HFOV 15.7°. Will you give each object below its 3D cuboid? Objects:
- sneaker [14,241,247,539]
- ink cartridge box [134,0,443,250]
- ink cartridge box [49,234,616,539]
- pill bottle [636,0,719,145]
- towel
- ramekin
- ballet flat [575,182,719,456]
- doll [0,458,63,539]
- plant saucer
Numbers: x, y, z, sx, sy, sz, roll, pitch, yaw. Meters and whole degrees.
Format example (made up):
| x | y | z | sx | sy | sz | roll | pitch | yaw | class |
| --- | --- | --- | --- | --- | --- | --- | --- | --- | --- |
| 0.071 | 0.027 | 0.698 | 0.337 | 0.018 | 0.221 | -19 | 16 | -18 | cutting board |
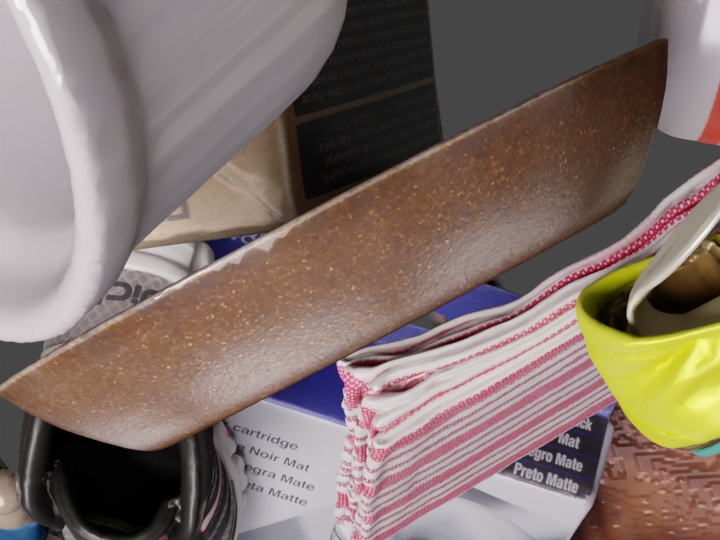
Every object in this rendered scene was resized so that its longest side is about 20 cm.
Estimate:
| x | y | z | sx | sy | sz | roll | pitch | yaw | class |
| --- | --- | --- | --- | --- | --- | --- | --- | --- | --- |
| -0.083 | 0.074 | 0.916 | 0.074 | 0.087 | 0.200 | 9 | 138 | 5 | sneaker |
| -0.090 | -0.046 | 0.787 | 0.200 | 0.165 | 0.075 | -7 | 96 | 19 | ink cartridge box |
| -0.015 | 0.070 | 0.991 | 0.199 | 0.041 | 0.200 | 17 | 137 | -6 | ink cartridge box |
| 0.183 | -0.079 | 0.739 | 0.200 | 0.112 | 0.112 | 9 | 137 | 1 | pill bottle |
| 0.056 | 0.029 | 0.838 | 0.146 | 0.030 | 0.200 | -29 | 167 | -9 | towel |
| -0.095 | -0.091 | 0.600 | 0.200 | 0.098 | 0.201 | 37 | 150 | 26 | ramekin |
| 0.139 | -0.013 | 0.689 | 0.200 | 0.067 | 0.067 | -31 | 111 | 34 | ballet flat |
| -0.161 | 0.063 | 0.966 | 0.136 | 0.048 | 0.200 | 16 | 141 | 51 | doll |
| 0.000 | 0.000 | 0.692 | 0.200 | 0.200 | 0.037 | -29 | 89 | 35 | plant saucer |
